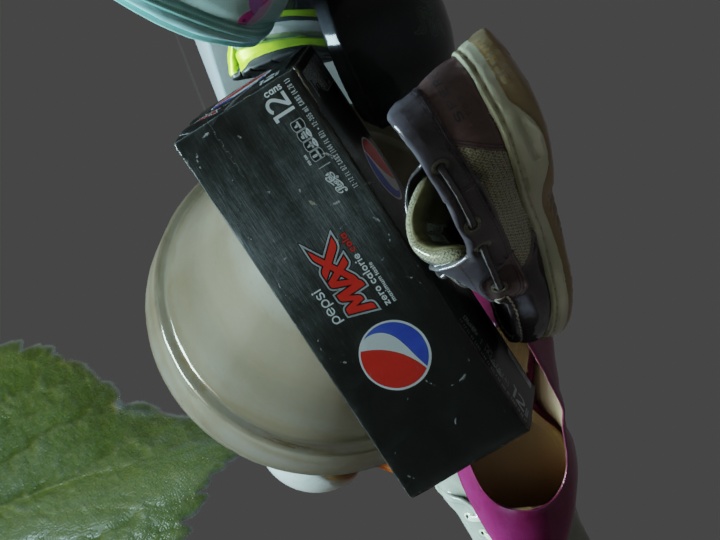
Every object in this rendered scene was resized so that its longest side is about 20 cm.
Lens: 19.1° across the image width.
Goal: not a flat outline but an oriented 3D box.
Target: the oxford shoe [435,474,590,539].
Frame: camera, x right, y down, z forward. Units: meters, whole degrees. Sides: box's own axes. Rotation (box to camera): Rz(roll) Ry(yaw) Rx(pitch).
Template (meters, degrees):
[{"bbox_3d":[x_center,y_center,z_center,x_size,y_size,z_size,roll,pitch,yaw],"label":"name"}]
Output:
[{"bbox_3d":[0.088,0.135,1.197,0.058,0.075,0.200,-104,-10,-59],"label":"oxford shoe"}]

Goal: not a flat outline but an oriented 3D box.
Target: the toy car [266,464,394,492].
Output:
[{"bbox_3d":[0.011,0.053,1.487,0.150,0.175,0.200,18,-141,-45],"label":"toy car"}]

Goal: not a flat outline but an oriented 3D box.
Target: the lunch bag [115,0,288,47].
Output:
[{"bbox_3d":[-0.115,-0.185,0.983,0.161,0.200,0.077,-82,18,-59],"label":"lunch bag"}]

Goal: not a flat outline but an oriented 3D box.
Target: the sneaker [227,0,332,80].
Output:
[{"bbox_3d":[-0.027,-0.153,1.170,0.200,0.074,0.081,-36,-64,-77],"label":"sneaker"}]

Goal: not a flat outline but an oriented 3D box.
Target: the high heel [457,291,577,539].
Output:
[{"bbox_3d":[0.077,0.086,1.097,0.096,0.067,0.201,-93,-11,-66],"label":"high heel"}]

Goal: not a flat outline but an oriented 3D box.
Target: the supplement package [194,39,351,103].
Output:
[{"bbox_3d":[-0.064,-0.199,1.332,0.200,0.111,0.156,74,174,-57],"label":"supplement package"}]

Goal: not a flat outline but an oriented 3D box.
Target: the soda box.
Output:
[{"bbox_3d":[0.000,0.000,0.987,0.200,0.071,0.063,57,-165,-9],"label":"soda box"}]

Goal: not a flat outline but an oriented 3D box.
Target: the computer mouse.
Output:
[{"bbox_3d":[0.016,-0.131,1.053,0.200,0.053,0.139,-79,-31,-73],"label":"computer mouse"}]

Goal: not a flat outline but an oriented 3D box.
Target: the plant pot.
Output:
[{"bbox_3d":[-0.012,-0.003,1.187,0.174,0.199,0.200,120,131,-67],"label":"plant pot"}]

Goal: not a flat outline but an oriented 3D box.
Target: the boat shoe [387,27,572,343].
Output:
[{"bbox_3d":[0.050,-0.027,0.934,0.200,0.065,0.072,73,172,-59],"label":"boat shoe"}]
